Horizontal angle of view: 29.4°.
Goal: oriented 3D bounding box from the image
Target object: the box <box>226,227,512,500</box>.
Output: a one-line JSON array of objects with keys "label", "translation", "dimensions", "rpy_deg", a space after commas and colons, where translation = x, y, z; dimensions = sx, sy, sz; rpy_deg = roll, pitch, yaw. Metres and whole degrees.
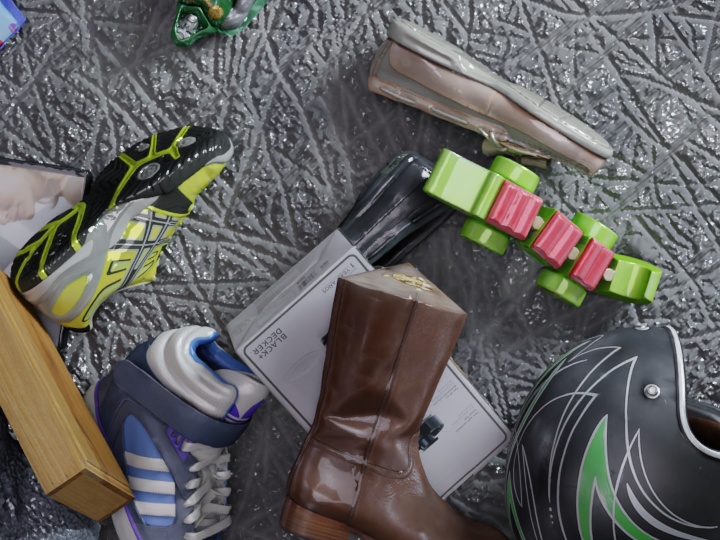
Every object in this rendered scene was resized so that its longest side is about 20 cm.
[{"label": "box", "translation": [0.008, 0.084, 1.013], "dimensions": [0.117, 0.060, 0.200], "rpy_deg": [-42, 109, 0]}]

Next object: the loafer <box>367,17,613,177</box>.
[{"label": "loafer", "translation": [0.097, -0.121, 1.059], "dimensions": [0.199, 0.072, 0.063], "rpy_deg": [33, 106, 10]}]

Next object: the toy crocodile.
[{"label": "toy crocodile", "translation": [0.137, -0.028, 1.035], "dimensions": [0.199, 0.062, 0.068], "rpy_deg": [32, 88, -15]}]

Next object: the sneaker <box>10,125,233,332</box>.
[{"label": "sneaker", "translation": [-0.177, -0.036, 1.069], "dimensions": [0.200, 0.075, 0.077], "rpy_deg": [-40, 125, -9]}]

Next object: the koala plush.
[{"label": "koala plush", "translation": [-0.291, 0.139, 0.976], "dimensions": [0.182, 0.178, 0.201], "rpy_deg": [-9, 123, -4]}]

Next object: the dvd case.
[{"label": "dvd case", "translation": [-0.320, -0.023, 1.092], "dimensions": [0.198, 0.018, 0.144], "rpy_deg": [8, 88, 4]}]

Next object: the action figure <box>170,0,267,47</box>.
[{"label": "action figure", "translation": [-0.088, -0.259, 1.078], "dimensions": [0.118, 0.055, 0.201], "rpy_deg": [34, 93, 1]}]

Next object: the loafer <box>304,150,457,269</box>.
[{"label": "loafer", "translation": [0.000, 0.000, 1.049], "dimensions": [0.070, 0.068, 0.201], "rpy_deg": [39, 86, 13]}]

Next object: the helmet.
[{"label": "helmet", "translation": [0.195, 0.146, 0.975], "dimensions": [0.190, 0.200, 0.201], "rpy_deg": [35, 89, -3]}]

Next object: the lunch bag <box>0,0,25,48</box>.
[{"label": "lunch bag", "translation": [-0.362, -0.201, 1.043], "dimensions": [0.151, 0.094, 0.200], "rpy_deg": [-45, 121, -9]}]

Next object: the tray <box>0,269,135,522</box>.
[{"label": "tray", "translation": [-0.236, 0.080, 0.993], "dimensions": [0.037, 0.099, 0.201], "rpy_deg": [-32, 66, -1]}]

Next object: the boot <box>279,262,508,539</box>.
[{"label": "boot", "translation": [0.050, 0.104, 0.968], "dimensions": [0.185, 0.064, 0.202], "rpy_deg": [14, 97, -18]}]

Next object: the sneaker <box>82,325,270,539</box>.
[{"label": "sneaker", "translation": [-0.116, 0.141, 1.022], "dimensions": [0.146, 0.080, 0.201], "rpy_deg": [-31, 80, 26]}]
